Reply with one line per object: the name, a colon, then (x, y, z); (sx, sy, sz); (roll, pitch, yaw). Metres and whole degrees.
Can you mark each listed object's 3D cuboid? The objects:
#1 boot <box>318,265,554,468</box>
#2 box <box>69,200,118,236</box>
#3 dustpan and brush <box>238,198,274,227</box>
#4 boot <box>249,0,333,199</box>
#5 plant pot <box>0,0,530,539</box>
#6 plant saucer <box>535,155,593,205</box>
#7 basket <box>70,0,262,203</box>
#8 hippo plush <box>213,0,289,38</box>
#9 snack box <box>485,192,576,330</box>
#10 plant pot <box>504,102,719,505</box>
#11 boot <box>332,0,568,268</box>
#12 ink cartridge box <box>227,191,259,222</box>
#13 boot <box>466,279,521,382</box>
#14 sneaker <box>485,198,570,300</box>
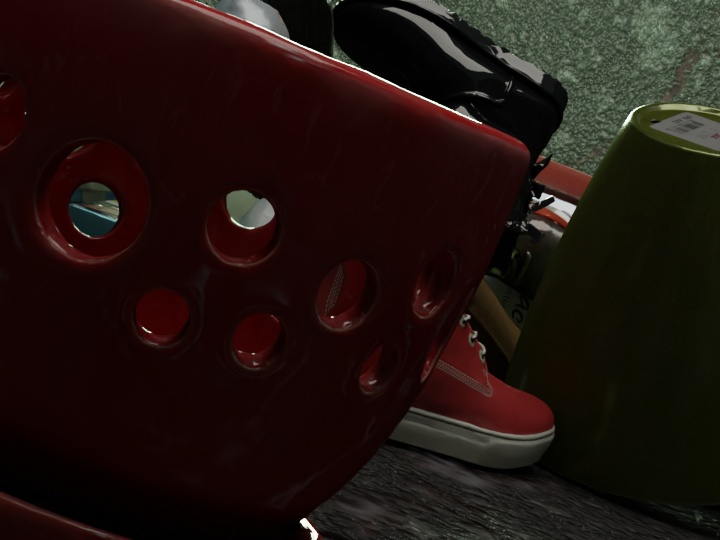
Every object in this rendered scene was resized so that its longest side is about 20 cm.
boot: (0.053, 0.026, 1.108); (0.199, 0.145, 0.072); (18, 4, -41)
box: (-0.129, -0.008, 1.240); (0.082, 0.049, 0.200); (21, 5, 4)
dustpan and brush: (-0.069, -0.016, 1.377); (0.199, 0.057, 0.140); (25, 40, -4)
boot: (-0.044, -0.159, 1.437); (0.067, 0.201, 0.131); (6, 39, -3)
plant pot: (-0.066, 0.004, 0.653); (0.199, 0.184, 0.200); (20, 6, -2)
plant saucer: (0.095, -0.065, 1.677); (0.199, 0.037, 0.199); (18, -20, -24)
basket: (-0.164, -0.132, 1.442); (0.175, 0.202, 0.139); (7, 8, -6)
hippo plush: (-0.121, -0.145, 1.278); (0.160, 0.160, 0.201); (10, 40, 1)
snack box: (0.107, 0.005, 1.521); (0.199, 0.143, 0.053); (23, -25, 14)
plant pot: (0.189, 0.008, 1.210); (0.186, 0.201, 0.187); (6, 23, -3)
boot: (0.049, -0.098, 1.396); (0.197, 0.163, 0.073); (27, -39, -4)
ink cartridge box: (-0.104, -0.056, 1.622); (0.144, 0.084, 0.200); (21, 5, -6)
boot: (0.037, -0.007, 1.307); (0.176, 0.066, 0.200); (59, 5, 34)
sneaker: (0.086, -0.021, 1.443); (0.200, 0.077, 0.082); (38, 44, 13)
